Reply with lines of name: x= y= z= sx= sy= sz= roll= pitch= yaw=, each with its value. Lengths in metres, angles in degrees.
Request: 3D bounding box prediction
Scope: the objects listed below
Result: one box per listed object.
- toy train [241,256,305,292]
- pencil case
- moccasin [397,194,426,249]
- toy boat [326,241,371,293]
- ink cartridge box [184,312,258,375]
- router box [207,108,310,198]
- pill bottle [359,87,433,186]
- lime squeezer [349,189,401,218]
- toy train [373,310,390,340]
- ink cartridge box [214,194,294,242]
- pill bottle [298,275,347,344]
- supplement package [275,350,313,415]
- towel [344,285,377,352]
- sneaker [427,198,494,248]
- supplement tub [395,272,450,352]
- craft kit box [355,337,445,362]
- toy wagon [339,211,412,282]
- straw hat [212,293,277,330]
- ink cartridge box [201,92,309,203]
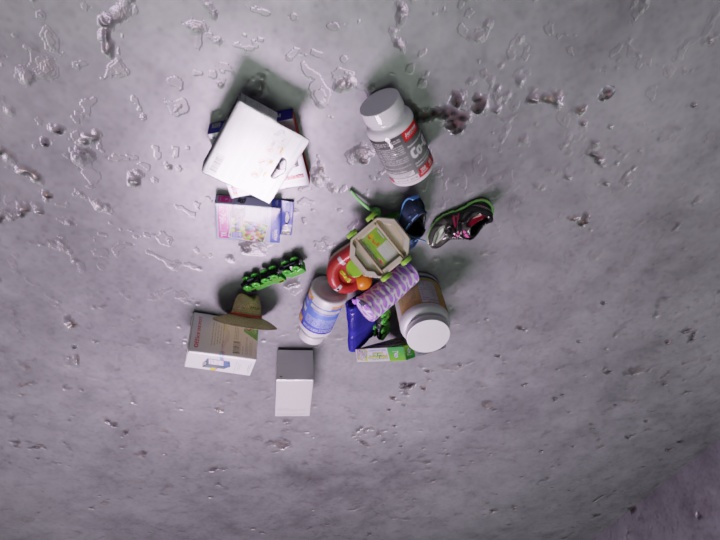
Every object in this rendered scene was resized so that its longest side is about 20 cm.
toy train: x=-0.242 y=0.016 z=1.602 sx=0.198 sy=0.042 sz=0.056 roll=-21 pitch=150 yaw=18
pencil case: x=0.072 y=0.054 z=1.583 sx=0.199 sy=0.085 sz=0.084 roll=-37 pitch=145 yaw=-22
moccasin: x=0.132 y=-0.107 z=1.493 sx=0.080 sy=0.069 sz=0.201 roll=-24 pitch=150 yaw=-11
toy boat: x=0.000 y=0.000 z=1.562 sx=0.199 sy=0.132 sz=0.130 roll=-34 pitch=128 yaw=23
ink cartridge box: x=-0.411 y=0.217 z=1.706 sx=0.198 sy=0.146 sz=0.088 roll=12 pitch=134 yaw=-18
router box: x=-0.231 y=-0.269 z=1.340 sx=0.197 sy=0.049 sz=0.181 roll=-9 pitch=133 yaw=2
pill bottle: x=0.083 y=-0.300 z=1.303 sx=0.113 sy=0.115 sz=0.201 roll=-22 pitch=132 yaw=14
lime squeezer: x=0.060 y=-0.157 z=1.487 sx=0.198 sy=0.038 sz=0.071 roll=9 pitch=131 yaw=-14
toy train: x=0.064 y=0.127 z=1.693 sx=0.041 sy=0.056 sz=0.201 roll=23 pitch=137 yaw=25
ink cartridge box: x=-0.272 y=-0.130 z=1.475 sx=0.197 sy=0.042 sz=0.120 roll=2 pitch=133 yaw=-10
pill bottle: x=-0.118 y=0.123 z=1.676 sx=0.111 sy=0.113 sz=0.201 roll=12 pitch=130 yaw=-17
supplement package: x=-0.218 y=0.370 z=1.878 sx=0.118 sy=0.122 sz=0.201 roll=2 pitch=133 yaw=-8
towel: x=0.013 y=0.138 z=1.721 sx=0.147 sy=0.049 sz=0.201 roll=-33 pitch=142 yaw=-30
sneaker: x=0.261 y=-0.116 z=1.517 sx=0.199 sy=0.084 sz=0.077 roll=-32 pitch=128 yaw=22
supplement tub: x=0.175 y=0.119 z=1.639 sx=0.143 sy=0.201 sz=0.146 roll=-3 pitch=128 yaw=-4
craft kit box: x=0.121 y=0.236 z=1.734 sx=0.199 sy=0.049 sz=0.196 roll=-11 pitch=180 yaw=44
toy wagon: x=0.031 y=-0.047 z=1.478 sx=0.200 sy=0.040 sz=0.156 roll=-39 pitch=90 yaw=16
straw hat: x=-0.326 y=0.110 z=1.648 sx=0.199 sy=0.201 sz=0.086 roll=11 pitch=90 yaw=-16
ink cartridge box: x=-0.234 y=-0.266 z=1.279 sx=0.172 sy=0.044 sz=0.200 roll=24 pitch=125 yaw=-25
